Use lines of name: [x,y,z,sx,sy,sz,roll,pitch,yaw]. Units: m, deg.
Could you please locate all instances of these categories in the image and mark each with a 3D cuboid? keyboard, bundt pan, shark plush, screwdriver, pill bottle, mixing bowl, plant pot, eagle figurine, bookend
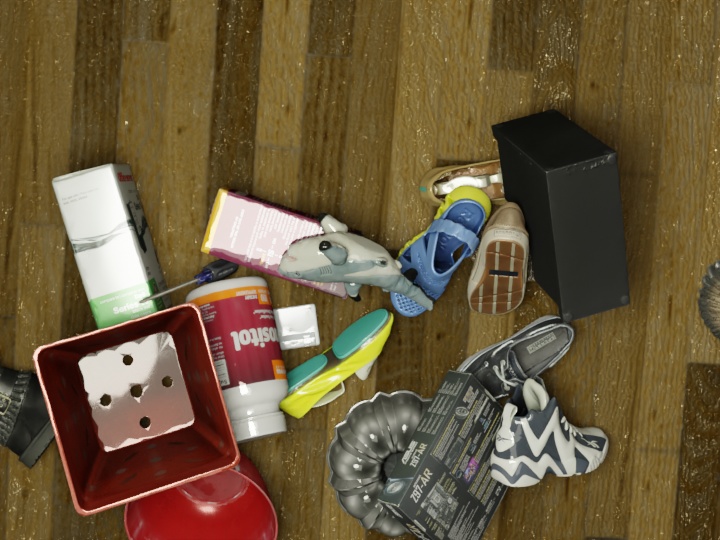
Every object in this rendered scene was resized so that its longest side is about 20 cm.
keyboard: [-0.156,0.087,1.585,0.197,0.011,0.057,-8,89,-2]
bundt pan: [0.051,0.268,1.573,0.199,0.076,0.205,0,95,-1]
shark plush: [0.000,0.000,1.466,0.198,0.091,0.084,16,116,-25]
screwdriver: [-0.221,0.019,1.495,0.028,0.199,0.029,38,124,15]
pill bottle: [-0.156,0.118,1.513,0.111,0.113,0.203,-13,81,-1]
mixing bowl: [-0.203,0.298,1.533,0.197,0.109,0.203,0,120,1]
plant pot: [-0.274,0.159,1.433,0.197,0.176,0.203,-16,93,-11]
eagle figurine: [0.557,0.072,1.557,0.151,0.151,0.200,-41,106,11]
bookend: [0.249,-0.073,1.463,0.091,0.199,0.203,-15,114,-8]

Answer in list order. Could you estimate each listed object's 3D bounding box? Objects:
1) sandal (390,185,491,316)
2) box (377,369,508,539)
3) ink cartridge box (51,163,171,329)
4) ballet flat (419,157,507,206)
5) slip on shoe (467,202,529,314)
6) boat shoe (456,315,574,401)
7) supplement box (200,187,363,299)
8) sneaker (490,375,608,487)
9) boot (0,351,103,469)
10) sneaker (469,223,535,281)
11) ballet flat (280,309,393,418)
sandal: [0.099,-0.016,1.526,0.079,0.087,0.201,26,119,-8]
box: [0.126,0.258,1.513,0.160,0.043,0.201,46,65,-32]
ink cartridge box: [-0.317,-0.032,1.500,0.082,0.147,0.203,-17,96,-1]
ballet flat: [0.178,-0.116,1.555,0.197,0.063,0.070,-11,96,-2]
slip on shoe: [0.179,-0.011,1.504,0.075,0.201,0.061,5,58,5]
boat shoe: [0.203,0.131,1.571,0.198,0.068,0.072,-31,95,1]
supplement box: [-0.100,-0.038,1.526,0.197,0.110,0.087,18,95,-4]
sneaker: [0.255,0.199,1.537,0.197,0.079,0.132,-6,105,-29]
boot: [-0.443,0.141,1.541,0.157,0.079,0.212,37,92,-4]
sneaker: [0.239,-0.020,1.568,0.197,0.075,0.071,16,105,18]
ballet flat: [-0.027,0.130,1.572,0.199,0.067,0.067,-36,116,3]
